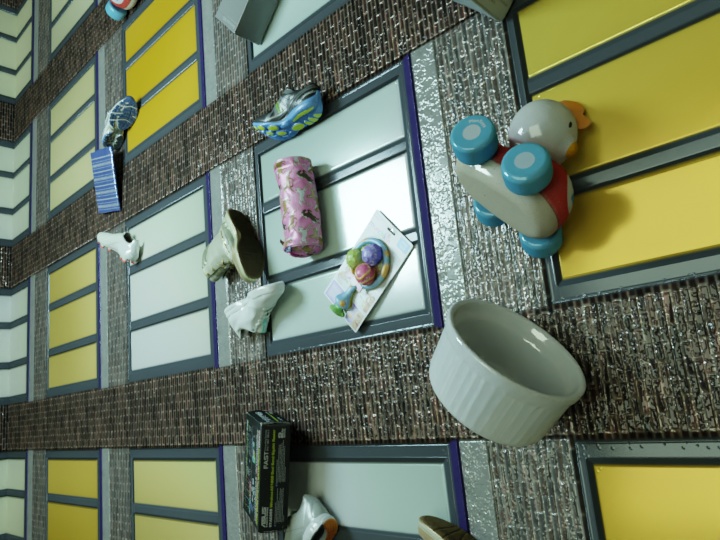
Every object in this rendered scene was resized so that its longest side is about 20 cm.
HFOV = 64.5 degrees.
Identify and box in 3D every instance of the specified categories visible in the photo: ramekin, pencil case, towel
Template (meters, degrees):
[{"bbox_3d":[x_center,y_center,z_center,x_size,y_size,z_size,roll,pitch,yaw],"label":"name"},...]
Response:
[{"bbox_3d":[0.188,0.137,0.766,0.200,0.198,0.099,45,122,36],"label":"ramekin"},{"bbox_3d":[-0.128,-0.131,1.161,0.083,0.085,0.205,138,127,-68],"label":"pencil case"},{"bbox_3d":[-0.816,-0.290,1.836,0.143,0.024,0.205,0,98,41],"label":"towel"}]

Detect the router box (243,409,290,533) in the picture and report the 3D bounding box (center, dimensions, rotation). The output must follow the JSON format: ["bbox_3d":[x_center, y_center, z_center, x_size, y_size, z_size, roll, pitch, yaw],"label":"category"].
[{"bbox_3d":[-0.188,0.391,1.138,0.149,0.061,0.205,170,102,-68],"label":"router box"}]

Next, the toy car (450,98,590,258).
[{"bbox_3d":[0.250,-0.161,0.786,0.200,0.185,0.177,-46,53,-5],"label":"toy car"}]

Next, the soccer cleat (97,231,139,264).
[{"bbox_3d":[-0.725,-0.087,1.724,0.198,0.069,0.079,26,98,34],"label":"soccer cleat"}]

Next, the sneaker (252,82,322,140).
[{"bbox_3d":[-0.152,-0.339,1.221,0.197,0.070,0.084,-14,62,40],"label":"sneaker"}]

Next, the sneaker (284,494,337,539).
[{"bbox_3d":[-0.119,0.520,1.099,0.202,0.075,0.092,-58,44,13],"label":"sneaker"}]

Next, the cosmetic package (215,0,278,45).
[{"bbox_3d":[-0.245,-0.646,1.320,0.107,0.089,0.202,43,111,33],"label":"cosmetic package"}]

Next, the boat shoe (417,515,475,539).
[{"bbox_3d":[0.157,0.442,0.840,0.198,0.073,0.070,25,96,41],"label":"boat shoe"}]

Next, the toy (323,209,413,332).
[{"bbox_3d":[0.000,0.000,1.049,0.115,0.047,0.202,47,117,34],"label":"toy"}]

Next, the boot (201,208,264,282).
[{"bbox_3d":[-0.299,-0.019,1.313,0.155,0.071,0.202,-46,52,29],"label":"boot"}]

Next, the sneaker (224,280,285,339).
[{"bbox_3d":[-0.217,0.089,1.238,0.199,0.074,0.090,-32,78,42],"label":"sneaker"}]

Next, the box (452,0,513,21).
[{"bbox_3d":[0.142,-0.525,0.870,0.199,0.198,0.174,43,116,37],"label":"box"}]

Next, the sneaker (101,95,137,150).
[{"bbox_3d":[-0.767,-0.479,1.795,0.200,0.076,0.086,-45,54,30],"label":"sneaker"}]

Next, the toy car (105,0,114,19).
[{"bbox_3d":[-0.801,-0.927,1.776,0.183,0.198,0.180,-31,65,36],"label":"toy car"}]
